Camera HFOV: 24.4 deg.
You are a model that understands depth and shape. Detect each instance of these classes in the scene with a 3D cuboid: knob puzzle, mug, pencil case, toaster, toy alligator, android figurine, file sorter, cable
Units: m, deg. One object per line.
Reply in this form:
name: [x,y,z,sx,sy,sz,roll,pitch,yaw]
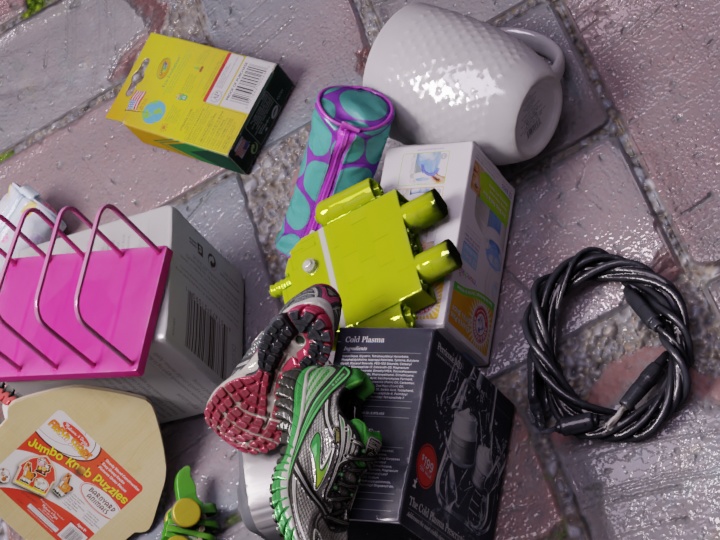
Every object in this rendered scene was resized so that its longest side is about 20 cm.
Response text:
knob puzzle: [-0.289,0.199,1.737,0.219,0.220,0.030,-36,16,6]
mug: [0.130,-0.197,1.742,0.175,0.148,0.200,24,46,33]
pencil case: [-0.434,-0.007,1.956,0.083,0.091,0.200,35,83,36]
toaster: [-0.049,0.186,1.644,0.128,0.114,0.201,-16,57,17]
toy alligator: [-0.180,0.300,1.693,0.054,0.059,0.201,15,67,-11]
android figurine: [0.000,0.000,1.625,0.199,0.041,0.183,-25,56,19]
pencil case: [-0.027,-0.094,1.732,0.085,0.201,0.093,19,37,3]
file sorter: [-0.313,0.018,1.649,0.199,0.125,0.140,-4,59,27]
cable: [0.237,0.064,1.596,0.162,0.051,0.201,-8,61,24]

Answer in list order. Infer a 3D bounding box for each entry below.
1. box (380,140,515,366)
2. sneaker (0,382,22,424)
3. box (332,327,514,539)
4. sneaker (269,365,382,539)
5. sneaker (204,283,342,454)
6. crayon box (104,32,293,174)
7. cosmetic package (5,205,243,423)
box: [0.077,-0.014,1.679,0.101,0.112,0.201,-2,65,29]
sneaker: [-0.366,0.199,1.825,0.200,0.071,0.098,36,82,34]
box: [0.049,0.173,1.545,0.103,0.200,0.183,-1,65,28]
sneaker: [-0.027,0.168,1.417,0.085,0.078,0.201,-12,60,21]
sneaker: [-0.075,0.096,1.564,0.200,0.080,0.075,-50,5,33]
crayon box: [-0.190,-0.199,1.951,0.199,0.051,0.128,20,75,33]
cosmetic package: [-0.248,0.060,1.775,0.199,0.165,0.166,-14,56,20]
